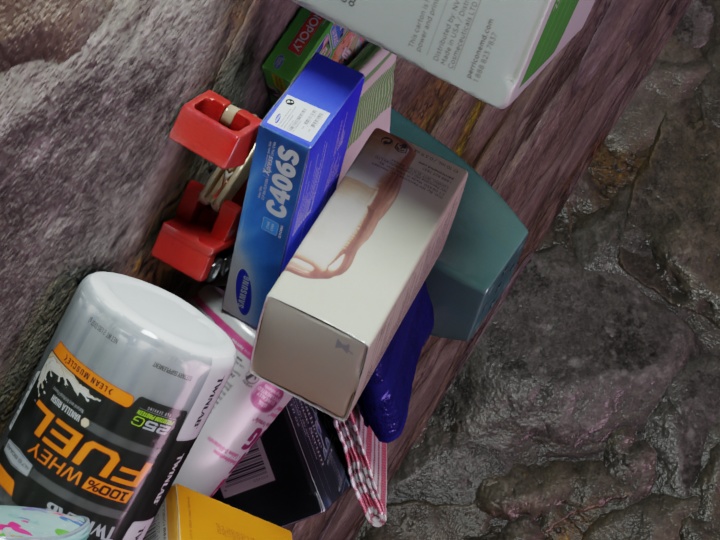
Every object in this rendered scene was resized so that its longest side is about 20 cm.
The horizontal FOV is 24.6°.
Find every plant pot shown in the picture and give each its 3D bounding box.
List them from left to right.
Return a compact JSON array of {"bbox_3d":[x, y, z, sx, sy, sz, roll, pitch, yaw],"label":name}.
[{"bbox_3d":[0.049,-0.035,1.579,0.142,0.199,0.142,-52,167,-34],"label":"plant pot"}]

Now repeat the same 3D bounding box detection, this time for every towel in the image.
[{"bbox_3d":[-0.011,0.118,1.529,0.147,0.030,0.202,-86,162,-60],"label":"towel"},{"bbox_3d":[-0.004,-0.086,1.383,0.153,0.023,0.202,-54,152,-47],"label":"towel"},{"bbox_3d":[0.015,0.038,1.434,0.201,0.049,0.149,74,28,-52],"label":"towel"}]

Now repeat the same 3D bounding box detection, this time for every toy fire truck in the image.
[{"bbox_3d":[-0.098,-0.066,1.231,0.142,0.048,0.200,-65,169,18],"label":"toy fire truck"}]

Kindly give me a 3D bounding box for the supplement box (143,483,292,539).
[{"bbox_3d":[-0.160,0.260,1.285,0.200,0.126,0.074,-37,-137,29],"label":"supplement box"}]

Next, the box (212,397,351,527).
[{"bbox_3d":[-0.084,0.148,1.488,0.106,0.150,0.200,-21,180,10],"label":"box"}]

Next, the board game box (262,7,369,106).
[{"bbox_3d":[-0.023,-0.173,1.341,0.135,0.029,0.200,-58,169,-12],"label":"board game box"}]

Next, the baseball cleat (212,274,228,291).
[{"bbox_3d":[-0.075,-0.008,1.435,0.201,0.069,0.106,-62,169,7],"label":"baseball cleat"}]

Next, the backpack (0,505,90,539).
[{"bbox_3d":[-0.229,0.221,1.010,0.177,0.198,0.152,9,91,-77],"label":"backpack"}]

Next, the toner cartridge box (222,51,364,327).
[{"bbox_3d":[-0.052,-0.055,1.227,0.095,0.043,0.201,-55,167,-42],"label":"toner cartridge box"}]

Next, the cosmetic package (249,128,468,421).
[{"bbox_3d":[0.000,0.000,1.261,0.201,0.087,0.104,-59,172,-41],"label":"cosmetic package"}]

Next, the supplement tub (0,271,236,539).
[{"bbox_3d":[-0.180,0.114,1.140,0.201,0.122,0.122,-62,169,10],"label":"supplement tub"}]

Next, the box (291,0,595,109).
[{"bbox_3d":[0.075,-0.258,1.108,0.171,0.199,0.200,-48,163,-53],"label":"box"}]

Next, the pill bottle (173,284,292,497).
[{"bbox_3d":[-0.142,0.122,1.325,0.200,0.113,0.113,-51,169,1],"label":"pill bottle"}]
